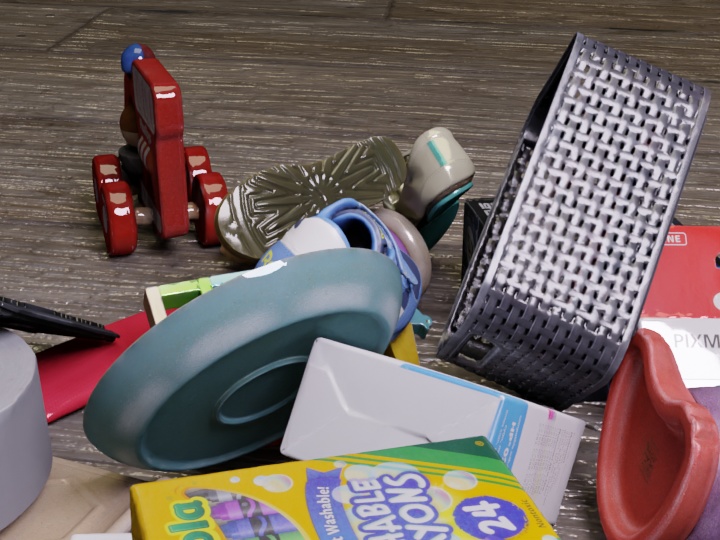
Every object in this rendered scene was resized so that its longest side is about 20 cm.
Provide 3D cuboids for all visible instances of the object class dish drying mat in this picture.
[{"bbox_3d":[-0.173,0.061,0.872,0.076,0.018,0.199,20,29,37],"label":"dish drying mat"}]

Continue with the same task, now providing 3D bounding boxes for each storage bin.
[{"bbox_3d":[0.132,-0.027,0.737,0.093,0.201,0.135,24,-17,1],"label":"storage bin"}]

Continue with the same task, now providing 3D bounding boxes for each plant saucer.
[{"bbox_3d":[-0.058,0.060,0.661,0.199,0.201,0.028,-15,61,-31],"label":"plant saucer"}]

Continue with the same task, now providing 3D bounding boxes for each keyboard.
[{"bbox_3d":[-0.247,0.026,0.779,0.126,0.021,0.200,6,-8,7],"label":"keyboard"}]

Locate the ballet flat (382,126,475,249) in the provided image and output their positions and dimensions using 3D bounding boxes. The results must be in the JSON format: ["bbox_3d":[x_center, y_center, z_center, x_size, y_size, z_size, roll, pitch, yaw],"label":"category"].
[{"bbox_3d":[0.051,-0.064,0.976,0.069,0.070,0.200,-3,-16,-9],"label":"ballet flat"}]

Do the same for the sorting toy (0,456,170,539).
[{"bbox_3d":[-0.229,0.155,0.643,0.198,0.037,0.185,6,24,21],"label":"sorting toy"}]

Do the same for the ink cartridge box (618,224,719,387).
[{"bbox_3d":[0.275,0.043,0.773,0.198,0.045,0.178,0,68,-2],"label":"ink cartridge box"}]

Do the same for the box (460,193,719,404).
[{"bbox_3d":[0.179,0.013,0.911,0.162,0.087,0.200,-3,24,-8],"label":"box"}]

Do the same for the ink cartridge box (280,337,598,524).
[{"bbox_3d":[0.056,0.098,0.678,0.114,0.069,0.200,15,-4,28],"label":"ink cartridge box"}]

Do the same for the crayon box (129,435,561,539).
[{"bbox_3d":[-0.017,0.131,0.471,0.198,0.052,0.126,-6,26,-17],"label":"crayon box"}]

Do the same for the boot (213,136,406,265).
[{"bbox_3d":[-0.070,-0.036,0.951,0.174,0.067,0.200,-21,-1,-30],"label":"boot"}]

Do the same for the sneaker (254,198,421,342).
[{"bbox_3d":[0.000,0.000,0.762,0.074,0.083,0.200,40,19,15],"label":"sneaker"}]

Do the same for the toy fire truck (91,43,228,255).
[{"bbox_3d":[-0.190,-0.117,1.081,0.111,0.170,0.200,-6,25,-17],"label":"toy fire truck"}]

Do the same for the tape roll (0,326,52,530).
[{"bbox_3d":[-0.279,0.096,0.659,0.198,0.067,0.201,-3,21,1],"label":"tape roll"}]

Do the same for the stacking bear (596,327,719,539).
[{"bbox_3d":[0.245,0.118,0.656,0.198,0.115,0.122,9,26,-9],"label":"stacking bear"}]

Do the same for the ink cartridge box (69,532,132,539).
[{"bbox_3d":[-0.038,0.188,0.510,0.198,0.084,0.145,1,24,-4],"label":"ink cartridge box"}]

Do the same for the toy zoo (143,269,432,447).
[{"bbox_3d":[-0.039,0.053,0.813,0.198,0.021,0.132,-9,56,-22],"label":"toy zoo"}]

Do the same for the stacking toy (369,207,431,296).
[{"bbox_3d":[-0.035,0.022,0.897,0.085,0.086,0.199,20,34,36],"label":"stacking toy"}]
